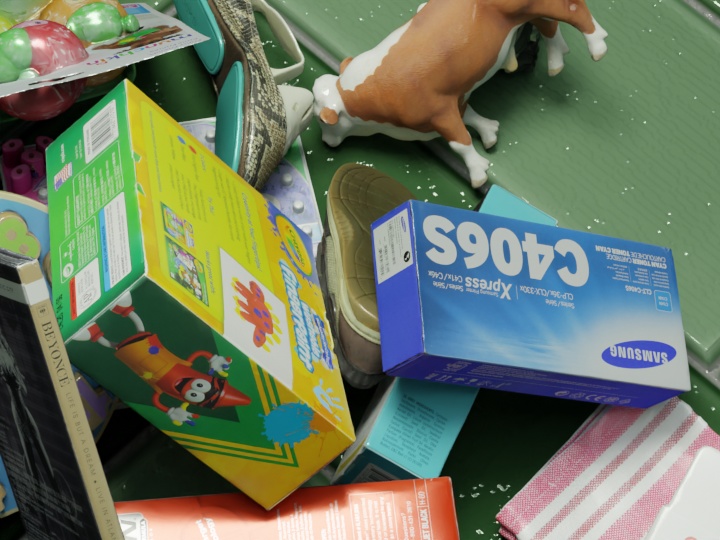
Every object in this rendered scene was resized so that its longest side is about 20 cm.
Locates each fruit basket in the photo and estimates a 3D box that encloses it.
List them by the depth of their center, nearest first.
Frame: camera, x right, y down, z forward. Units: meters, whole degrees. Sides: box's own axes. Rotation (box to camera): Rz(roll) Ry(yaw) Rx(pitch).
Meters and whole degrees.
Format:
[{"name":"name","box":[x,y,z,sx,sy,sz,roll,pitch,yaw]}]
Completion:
[{"name":"fruit basket","box":[-0.205,-0.142,1.323,0.185,0.200,0.094,-17,103,-13]}]

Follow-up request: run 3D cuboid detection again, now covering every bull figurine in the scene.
[{"name":"bull figurine","box":[0.062,-0.133,1.373,0.121,0.200,0.065,39,18,-20]}]

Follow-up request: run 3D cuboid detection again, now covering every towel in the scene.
[{"name":"towel","box":[0.200,0.166,1.265,0.200,0.030,0.146,39,66,17]}]

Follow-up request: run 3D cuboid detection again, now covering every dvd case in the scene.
[{"name":"dvd case","box":[-0.172,0.080,1.119,0.016,0.149,0.201,-22,106,-24]}]

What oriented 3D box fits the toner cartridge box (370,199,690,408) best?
[{"name":"toner cartridge box","box":[0.102,0.022,1.239,0.200,0.043,0.095,9,67,-33]}]

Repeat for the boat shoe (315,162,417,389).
[{"name":"boat shoe","box":[0.001,0.001,1.301,0.072,0.066,0.201,23,26,-15]}]

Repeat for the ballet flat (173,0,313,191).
[{"name":"ballet flat","box":[-0.069,-0.127,1.370,0.075,0.068,0.200,-1,55,-22]}]

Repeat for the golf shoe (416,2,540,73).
[{"name":"golf shoe","box":[0.105,-0.233,1.461,0.088,0.077,0.200,16,60,11]}]

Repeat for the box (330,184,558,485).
[{"name":"box","box":[0.052,0.050,1.287,0.049,0.082,0.200,29,62,-3]}]

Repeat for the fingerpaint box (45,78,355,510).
[{"name":"fingerpaint box","box":[-0.094,0.012,1.185,0.073,0.167,0.200,-39,33,17]}]

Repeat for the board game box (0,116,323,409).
[{"name":"board game box","box":[-0.121,-0.014,1.347,0.199,0.026,0.200,-10,62,-9]}]

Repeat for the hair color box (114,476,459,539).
[{"name":"hair color box","box":[-0.048,0.169,1.205,0.199,0.102,0.061,-4,64,-7]}]

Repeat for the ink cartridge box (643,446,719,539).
[{"name":"ink cartridge box","box":[0.193,0.215,1.189,0.116,0.067,0.200,29,77,12]}]

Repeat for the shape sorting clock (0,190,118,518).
[{"name":"shape sorting clock","box":[-0.224,0.052,1.196,0.200,0.200,0.039,-32,31,-20]}]
